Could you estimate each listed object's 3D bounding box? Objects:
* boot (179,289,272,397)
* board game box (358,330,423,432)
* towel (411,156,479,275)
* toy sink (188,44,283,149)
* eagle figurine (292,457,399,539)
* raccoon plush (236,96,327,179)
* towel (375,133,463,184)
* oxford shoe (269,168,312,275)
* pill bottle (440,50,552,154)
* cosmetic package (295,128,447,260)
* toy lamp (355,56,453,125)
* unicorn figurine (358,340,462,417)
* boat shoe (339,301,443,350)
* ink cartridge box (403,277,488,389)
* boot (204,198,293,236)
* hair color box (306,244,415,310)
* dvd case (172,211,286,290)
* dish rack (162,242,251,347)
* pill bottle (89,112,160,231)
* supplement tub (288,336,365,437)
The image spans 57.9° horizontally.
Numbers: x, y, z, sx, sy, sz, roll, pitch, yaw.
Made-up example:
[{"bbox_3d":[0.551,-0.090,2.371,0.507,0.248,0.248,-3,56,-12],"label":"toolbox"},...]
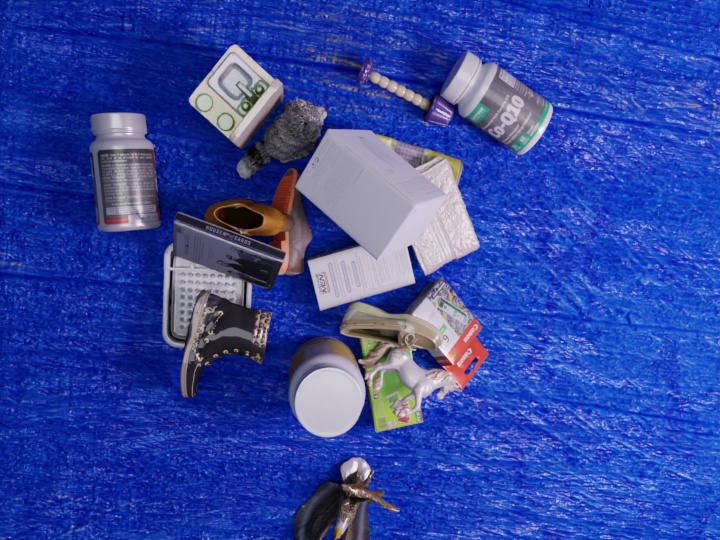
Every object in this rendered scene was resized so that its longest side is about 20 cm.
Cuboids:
[{"bbox_3d":[-0.254,0.150,1.224,0.147,0.073,0.206,12,91,-8],"label":"boot"},{"bbox_3d":[0.060,0.214,1.318,0.099,0.048,0.206,-11,98,-6],"label":"board game box"},{"bbox_3d":[0.144,-0.108,1.273,0.130,0.034,0.204,-25,100,-1],"label":"towel"},{"bbox_3d":[-0.218,-0.305,1.147,0.112,0.200,0.131,40,92,-10],"label":"toy sink"},{"bbox_3d":[-0.036,0.500,1.320,0.152,0.149,0.202,48,127,29],"label":"eagle figurine"},{"bbox_3d":[-0.141,-0.232,1.196,0.096,0.134,0.201,40,91,-11],"label":"raccoon plush"},{"bbox_3d":[0.100,-0.175,1.288,0.195,0.023,0.147,17,96,-8],"label":"towel"},{"bbox_3d":[-0.131,-0.092,1.260,0.071,0.071,0.206,6,94,-35],"label":"oxford shoe"},{"bbox_3d":[0.257,-0.321,1.242,0.197,0.113,0.115,31,93,-9],"label":"pill bottle"},{"bbox_3d":[0.024,-0.140,1.155,0.199,0.199,0.124,40,113,12],"label":"cosmetic package"},{"bbox_3d":[0.088,-0.340,1.251,0.197,0.058,0.059,28,94,-7],"label":"toy lamp"},{"bbox_3d":[0.099,0.215,1.259,0.137,0.074,0.201,-43,95,-11],"label":"unicorn figurine"},{"bbox_3d":[0.059,0.119,1.236,0.196,0.074,0.064,18,56,12],"label":"boat shoe"},{"bbox_3d":[0.183,0.128,1.301,0.109,0.050,0.201,-45,101,-26],"label":"ink cartridge box"},{"bbox_3d":[-0.229,-0.099,1.170,0.196,0.144,0.073,6,91,20],"label":"boot"},{"bbox_3d":[0.000,0.000,1.279,0.195,0.061,0.102,-16,98,-5],"label":"hair color box"},{"bbox_3d":[-0.239,-0.030,1.165,0.196,0.151,0.025,21,64,-9],"label":"dvd case"},{"bbox_3d":[-0.295,0.047,1.261,0.167,0.044,0.206,3,97,-8],"label":"dish rack"},{"bbox_3d":[-0.429,-0.177,1.182,0.111,0.114,0.206,-4,97,-6],"label":"pill bottle"},{"bbox_3d":[-0.065,0.217,1.227,0.141,0.200,0.150,-1,98,-6],"label":"supplement tub"}]
